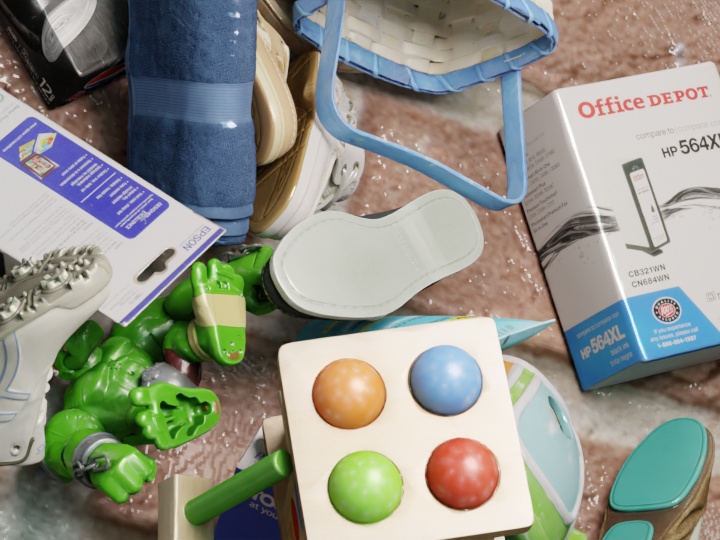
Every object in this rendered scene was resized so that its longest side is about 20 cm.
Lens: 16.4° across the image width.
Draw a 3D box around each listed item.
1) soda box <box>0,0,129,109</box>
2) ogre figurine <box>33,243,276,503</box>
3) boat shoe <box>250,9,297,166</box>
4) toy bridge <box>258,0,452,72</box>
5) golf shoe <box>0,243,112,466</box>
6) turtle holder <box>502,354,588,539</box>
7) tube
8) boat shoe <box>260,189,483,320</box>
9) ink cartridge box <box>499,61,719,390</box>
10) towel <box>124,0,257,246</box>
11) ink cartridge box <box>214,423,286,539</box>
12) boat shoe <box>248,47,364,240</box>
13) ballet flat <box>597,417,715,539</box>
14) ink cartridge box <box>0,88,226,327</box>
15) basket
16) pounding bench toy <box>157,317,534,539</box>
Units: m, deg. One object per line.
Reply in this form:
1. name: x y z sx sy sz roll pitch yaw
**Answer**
1. soda box: -0.213 -0.211 1.615 0.071 0.063 0.201 -28 86 -31
2. ogre figurine: -0.131 0.068 1.514 0.098 0.120 0.201 34 55 -34
3. boat shoe: -0.076 -0.139 1.610 0.064 0.071 0.200 2 38 -30
4. toy bridge: -0.027 -0.178 1.716 0.199 0.027 0.067 26 64 -17
5. golf shoe: -0.205 0.063 1.468 0.097 0.200 0.078 47 24 -17
6. turtle holder: 0.088 0.139 1.597 0.185 0.141 0.132 40 59 -7
7. tube: 0.031 0.050 1.562 0.077 0.200 0.051 -25 100 -34
8. boat shoe: 0.000 0.000 1.568 0.200 0.060 0.076 -11 75 -50
9. ink cartridge box: 0.201 -0.033 1.746 0.145 0.084 0.201 -12 79 -29
10. towel: -0.107 -0.119 1.550 0.048 0.111 0.201 -5 101 -36
11. ink cartridge box: 0.010 0.178 1.532 0.199 0.094 0.044 27 45 6
12. boat shoe: -0.027 -0.073 1.618 0.069 0.071 0.200 41 29 -19
13. ballet flat: 0.196 0.183 1.671 0.200 0.068 0.073 -59 137 -50
14. ink cartridge box: -0.187 -0.033 1.528 0.200 0.039 0.099 32 56 23
15. basket: 0.045 -0.153 1.641 0.176 0.139 0.201 25 54 -38
16. pounding bench toy: -0.017 0.117 1.415 0.199 0.156 0.125 -8 69 -8
